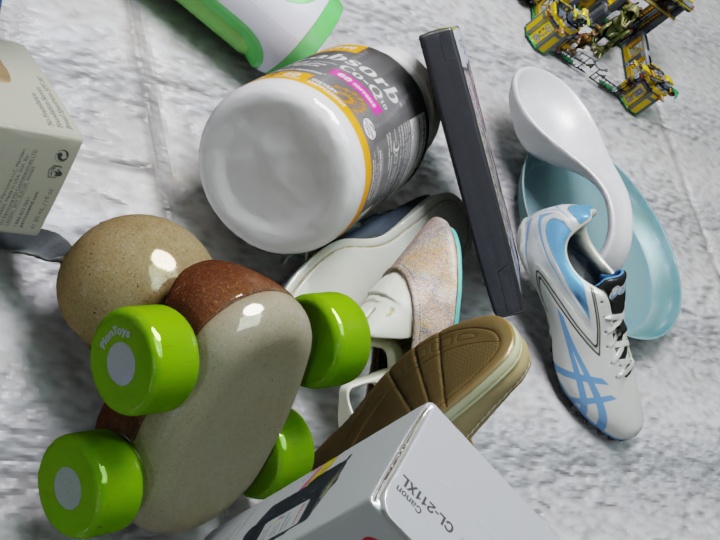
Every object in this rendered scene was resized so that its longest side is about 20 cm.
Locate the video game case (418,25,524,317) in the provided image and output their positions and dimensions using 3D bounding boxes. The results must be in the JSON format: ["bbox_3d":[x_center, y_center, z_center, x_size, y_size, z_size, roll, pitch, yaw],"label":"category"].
[{"bbox_3d":[0.084,-0.080,1.024,0.181,0.025,0.200,-63,138,-79],"label":"video game case"}]

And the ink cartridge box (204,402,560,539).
[{"bbox_3d":[0.007,0.179,0.737,0.146,0.200,0.083,47,40,-9],"label":"ink cartridge box"}]

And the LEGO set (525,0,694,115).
[{"bbox_3d":[0.259,-0.260,1.372,0.200,0.116,0.154,33,44,-24],"label":"LEGO set"}]

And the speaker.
[{"bbox_3d":[-0.110,-0.227,1.003,0.200,0.088,0.089,38,42,-19],"label":"speaker"}]

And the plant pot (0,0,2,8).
[{"bbox_3d":[-0.254,-0.264,0.809,0.200,0.180,0.200,23,48,-32],"label":"plant pot"}]

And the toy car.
[{"bbox_3d":[-0.127,0.034,0.795,0.164,0.158,0.200,-2,36,-50],"label":"toy car"}]

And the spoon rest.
[{"bbox_3d":[0.182,-0.089,1.176,0.099,0.061,0.200,5,60,-43],"label":"spoon rest"}]

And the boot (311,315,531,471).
[{"bbox_3d":[0.062,0.131,0.838,0.155,0.200,0.072,37,20,-23],"label":"boot"}]

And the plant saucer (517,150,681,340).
[{"bbox_3d":[0.205,-0.025,1.222,0.200,0.027,0.200,25,48,-31],"label":"plant saucer"}]

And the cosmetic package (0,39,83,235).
[{"bbox_3d":[-0.261,-0.085,0.734,0.200,0.071,0.105,6,35,-44],"label":"cosmetic package"}]

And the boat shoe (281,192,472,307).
[{"bbox_3d":[0.000,0.000,0.966,0.200,0.062,0.075,-39,109,-42],"label":"boat shoe"}]

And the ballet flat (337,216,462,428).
[{"bbox_3d":[0.021,0.062,0.893,0.067,0.068,0.201,7,87,-26],"label":"ballet flat"}]

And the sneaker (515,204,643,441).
[{"bbox_3d":[0.185,0.043,1.101,0.072,0.072,0.200,-35,106,-52],"label":"sneaker"}]

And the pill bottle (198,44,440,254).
[{"bbox_3d":[-0.019,-0.093,0.964,0.116,0.116,0.200,52,29,-2],"label":"pill bottle"}]
